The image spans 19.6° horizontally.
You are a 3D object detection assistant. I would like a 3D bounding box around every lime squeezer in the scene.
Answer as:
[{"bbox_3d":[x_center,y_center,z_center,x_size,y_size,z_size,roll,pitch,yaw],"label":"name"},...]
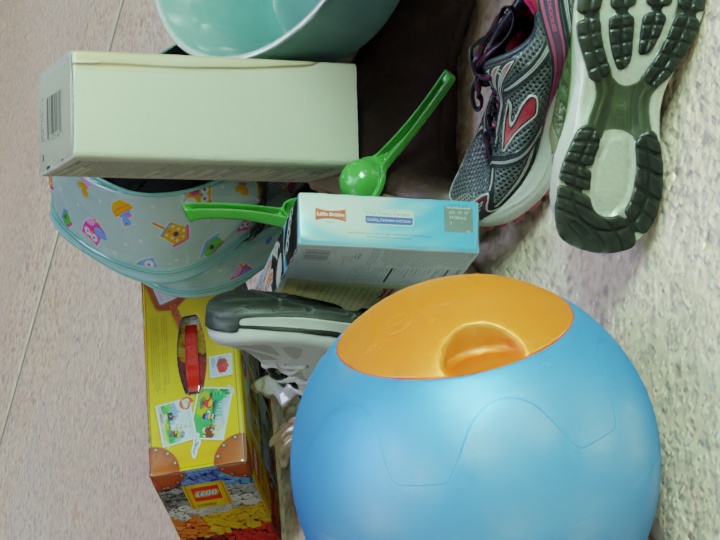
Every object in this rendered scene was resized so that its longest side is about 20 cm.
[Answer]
[{"bbox_3d":[-0.019,-0.062,1.370,0.071,0.199,0.038,67,170,-26],"label":"lime squeezer"}]

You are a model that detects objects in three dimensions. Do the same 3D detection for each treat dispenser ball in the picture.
[{"bbox_3d":[0.061,0.104,1.118,0.201,0.199,0.203,-171,90,-68],"label":"treat dispenser ball"}]

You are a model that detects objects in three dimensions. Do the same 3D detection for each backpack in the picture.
[{"bbox_3d":[-0.137,-0.071,1.567,0.175,0.199,0.154,32,128,31],"label":"backpack"}]

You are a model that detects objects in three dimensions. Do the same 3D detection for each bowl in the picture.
[{"bbox_3d":[-0.041,-0.223,1.462,0.199,0.105,0.203,-14,66,34],"label":"bowl"}]

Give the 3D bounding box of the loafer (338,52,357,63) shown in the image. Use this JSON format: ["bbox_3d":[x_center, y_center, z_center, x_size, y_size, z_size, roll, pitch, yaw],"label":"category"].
[{"bbox_3d":[-0.030,-0.157,1.620,0.076,0.068,0.202,-127,50,-61],"label":"loafer"}]

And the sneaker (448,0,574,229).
[{"bbox_3d":[0.097,-0.113,1.284,0.081,0.074,0.201,-107,32,-46],"label":"sneaker"}]

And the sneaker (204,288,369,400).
[{"bbox_3d":[-0.021,0.080,1.334,0.075,0.199,0.117,15,93,51],"label":"sneaker"}]

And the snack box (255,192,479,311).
[{"bbox_3d":[0.000,0.000,1.368,0.200,0.115,0.037,123,149,-69],"label":"snack box"}]

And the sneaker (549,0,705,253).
[{"bbox_3d":[0.139,-0.114,1.194,0.089,0.076,0.202,-151,74,-76],"label":"sneaker"}]

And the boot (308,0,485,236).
[{"bbox_3d":[0.042,-0.116,1.430,0.199,0.072,0.168,23,91,53],"label":"boot"}]

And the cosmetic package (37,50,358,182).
[{"bbox_3d":[-0.110,-0.101,1.406,0.103,0.198,0.074,169,100,-67],"label":"cosmetic package"}]

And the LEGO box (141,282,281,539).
[{"bbox_3d":[-0.117,0.105,1.635,0.149,0.076,0.201,75,-173,-55],"label":"LEGO box"}]

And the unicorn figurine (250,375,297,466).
[{"bbox_3d":[-0.029,0.036,1.558,0.137,0.073,0.202,-28,70,52],"label":"unicorn figurine"}]
